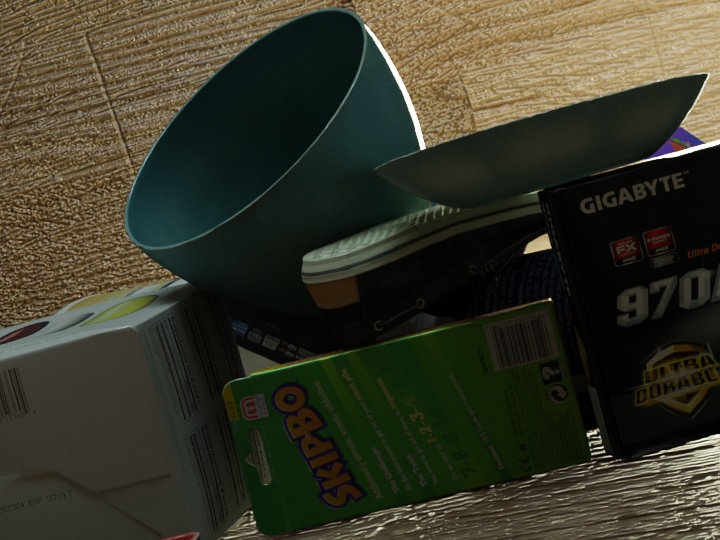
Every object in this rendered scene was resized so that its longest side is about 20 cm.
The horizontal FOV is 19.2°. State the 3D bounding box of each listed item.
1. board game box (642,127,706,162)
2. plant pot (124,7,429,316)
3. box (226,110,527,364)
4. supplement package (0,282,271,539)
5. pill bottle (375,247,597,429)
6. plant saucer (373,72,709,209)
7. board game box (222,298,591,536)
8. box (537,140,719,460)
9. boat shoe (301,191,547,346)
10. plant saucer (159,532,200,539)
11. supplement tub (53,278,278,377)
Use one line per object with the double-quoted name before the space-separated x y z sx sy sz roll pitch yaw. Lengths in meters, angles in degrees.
"board game box" 0.176 -0.006 1.470 0.135 0.045 0.200 -60 -7 32
"plant pot" -0.033 -0.048 1.360 0.200 0.135 0.200 -33 29 21
"box" 0.000 0.000 1.465 0.199 0.161 0.044 24 8 3
"supplement package" -0.180 0.107 1.335 0.191 0.148 0.200 -14 5 12
"pill bottle" 0.118 0.045 1.333 0.199 0.116 0.116 -12 5 27
"plant saucer" 0.108 -0.068 1.223 0.200 0.039 0.201 -16 -1 0
"board game box" 0.026 0.086 1.234 0.199 0.096 0.030 -14 3 5
"box" 0.216 0.005 1.212 0.199 0.160 0.046 -15 3 -5
"boat shoe" 0.050 -0.005 1.282 0.200 0.063 0.074 -21 10 -38
"plant saucer" -0.182 0.186 1.038 0.199 0.037 0.200 -14 3 5
"supplement tub" -0.162 0.084 1.600 0.144 0.145 0.200 -18 6 -42
